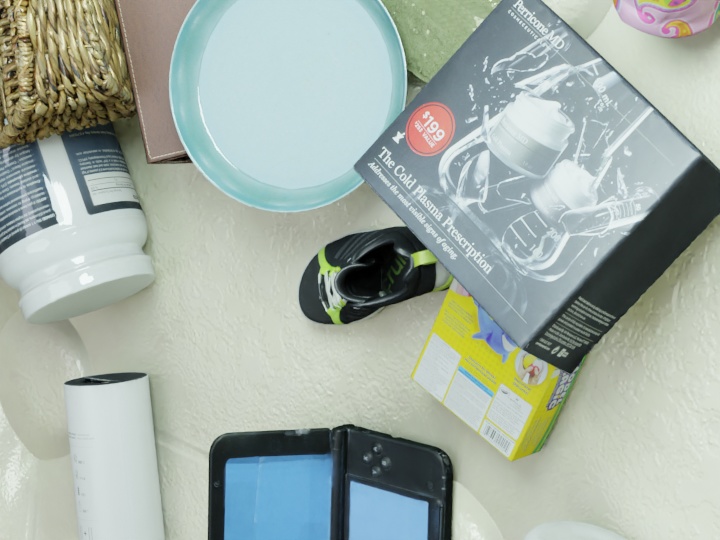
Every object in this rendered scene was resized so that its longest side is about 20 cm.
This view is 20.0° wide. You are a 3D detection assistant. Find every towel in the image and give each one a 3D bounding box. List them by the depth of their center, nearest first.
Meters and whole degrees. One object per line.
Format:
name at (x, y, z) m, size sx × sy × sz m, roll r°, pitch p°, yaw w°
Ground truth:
towel at (0.049, -0.234, 1.589) m, size 0.200 × 0.036 × 0.149 m, roll 42°, pitch 121°, yaw 29°

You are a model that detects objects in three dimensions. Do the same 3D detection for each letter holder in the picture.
letter holder at (-0.115, -0.202, 1.693) m, size 0.141 × 0.100 × 0.202 m, roll -13°, pitch 89°, yaw 21°

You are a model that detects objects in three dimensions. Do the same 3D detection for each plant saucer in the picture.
plant saucer at (-0.055, -0.147, 1.611) m, size 0.198 × 0.027 × 0.202 m, roll 1°, pitch 93°, yaw 17°

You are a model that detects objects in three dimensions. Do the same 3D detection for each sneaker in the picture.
sneaker at (0.000, 0.000, 1.634) m, size 0.199 × 0.082 × 0.072 m, roll -21°, pitch 83°, yaw 47°

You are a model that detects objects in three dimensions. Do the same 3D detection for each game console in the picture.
game console at (-0.025, 0.238, 1.679) m, size 0.175 × 0.116 × 0.202 m, roll 11°, pitch 105°, yaw 39°

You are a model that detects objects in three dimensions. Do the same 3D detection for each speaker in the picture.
speaker at (-0.223, 0.194, 1.866) m, size 0.081 × 0.081 × 0.202 m, roll -2°, pitch 96°, yaw 41°

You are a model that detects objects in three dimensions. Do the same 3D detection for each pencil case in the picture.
pencil case at (0.219, -0.250, 1.362) m, size 0.087 × 0.087 × 0.201 m, roll 42°, pitch 149°, yaw 28°

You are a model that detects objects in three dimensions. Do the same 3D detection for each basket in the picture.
basket at (-0.274, -0.216, 1.695) m, size 0.148 × 0.143 × 0.202 m, roll -11°, pitch 83°, yaw 10°

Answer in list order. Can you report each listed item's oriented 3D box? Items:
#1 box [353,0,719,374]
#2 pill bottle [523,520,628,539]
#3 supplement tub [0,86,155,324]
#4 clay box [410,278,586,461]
box at (0.131, -0.065, 1.455) m, size 0.182 × 0.104 × 0.200 m, roll -47°, pitch 62°, yaw 8°
pill bottle at (0.148, 0.300, 1.540) m, size 0.116 × 0.116 × 0.201 m, roll 32°, pitch 117°, yaw 33°
supplement tub at (-0.272, -0.068, 1.825) m, size 0.140 × 0.140 × 0.202 m, roll -27°, pitch 79°, yaw 40°
clay box at (0.124, 0.029, 1.560) m, size 0.115 × 0.047 × 0.201 m, roll 39°, pitch 119°, yaw 29°
